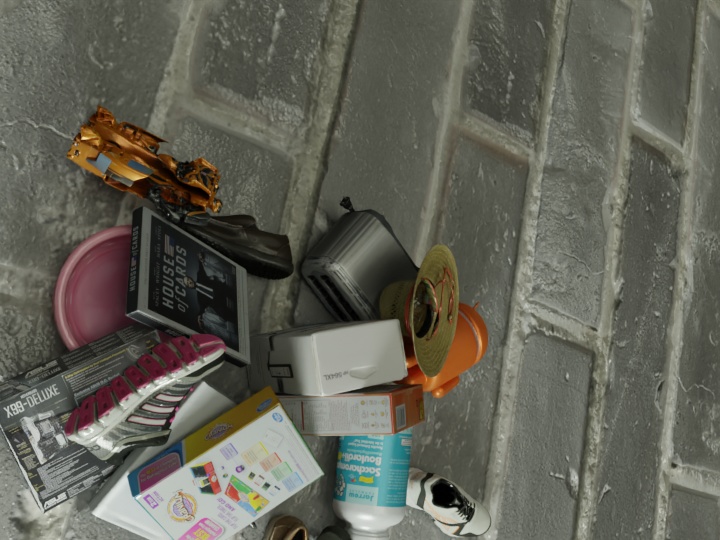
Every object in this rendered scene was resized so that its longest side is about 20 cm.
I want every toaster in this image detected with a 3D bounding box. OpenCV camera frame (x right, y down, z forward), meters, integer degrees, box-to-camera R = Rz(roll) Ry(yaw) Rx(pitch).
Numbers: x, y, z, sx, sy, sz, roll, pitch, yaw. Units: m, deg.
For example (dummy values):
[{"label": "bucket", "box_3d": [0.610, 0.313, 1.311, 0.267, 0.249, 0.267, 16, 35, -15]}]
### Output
[{"label": "toaster", "box_3d": [0.000, 0.000, 1.163, 0.129, 0.113, 0.200, -48, 116, -27]}]

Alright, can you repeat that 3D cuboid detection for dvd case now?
[{"label": "dvd case", "box_3d": [-0.214, 0.025, 0.971, 0.200, 0.025, 0.151, 37, 37, -49]}]

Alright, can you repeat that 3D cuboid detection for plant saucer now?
[{"label": "plant saucer", "box_3d": [-0.298, 0.043, 0.987, 0.200, 0.051, 0.202, 6, 80, -34]}]

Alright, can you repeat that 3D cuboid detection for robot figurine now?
[{"label": "robot figurine", "box_3d": [-0.266, -0.132, 0.982, 0.199, 0.058, 0.145, 26, 27, -18]}, {"label": "robot figurine", "box_3d": [0.128, 0.123, 1.238, 0.200, 0.117, 0.144, -24, 77, -34]}]

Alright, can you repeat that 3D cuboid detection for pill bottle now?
[{"label": "pill bottle", "box_3d": [0.018, 0.307, 1.138, 0.110, 0.111, 0.201, 13, 76, -33]}]

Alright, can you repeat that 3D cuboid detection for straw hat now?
[{"label": "straw hat", "box_3d": [0.073, 0.054, 1.099, 0.201, 0.085, 0.202, 3, 90, -65]}]

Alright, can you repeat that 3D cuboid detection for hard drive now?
[{"label": "hard drive", "box_3d": [-0.225, 0.242, 0.955, 0.200, 0.026, 0.132, -50, 132, -7]}]

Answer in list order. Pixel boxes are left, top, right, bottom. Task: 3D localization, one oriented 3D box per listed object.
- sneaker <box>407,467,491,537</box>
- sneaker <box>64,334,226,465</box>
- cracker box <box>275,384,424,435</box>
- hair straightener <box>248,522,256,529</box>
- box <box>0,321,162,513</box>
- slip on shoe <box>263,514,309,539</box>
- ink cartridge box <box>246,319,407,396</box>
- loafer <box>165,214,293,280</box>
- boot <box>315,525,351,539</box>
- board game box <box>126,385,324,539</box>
[{"label": "sneaker", "box_3d": [0.151, 0.389, 1.243, 0.200, 0.080, 0.074, 34, 64, -29]}, {"label": "sneaker", "box_3d": [-0.237, 0.153, 0.887, 0.200, 0.074, 0.088, -35, 123, -17]}, {"label": "cracker box", "box_3d": [-0.026, 0.192, 1.046, 0.134, 0.199, 0.058, 7, 79, -67]}, {"label": "hair straightener", "box_3d": [-0.206, 0.291, 1.020, 0.077, 0.041, 0.200, -52, 120, -21]}, {"label": "box", "box_3d": [-0.318, 0.171, 0.910, 0.199, 0.050, 0.158, -27, 119, -26]}, {"label": "slip on shoe", "box_3d": [-0.113, 0.447, 1.059, 0.076, 0.060, 0.201, 25, 70, -30]}, {"label": "ink cartridge box", "box_3d": [-0.052, 0.119, 1.058, 0.146, 0.200, 0.085, -7, 88, -36]}, {"label": "loafer", "box_3d": [-0.183, -0.047, 1.075, 0.199, 0.073, 0.072, 23, 60, -34]}, {"label": "boot", "box_3d": [-0.060, 0.466, 1.046, 0.131, 0.067, 0.201, -18, 107, -68]}, {"label": "board game box", "box_3d": [-0.162, 0.254, 0.944, 0.200, 0.040, 0.153, -31, 128, -10]}]
